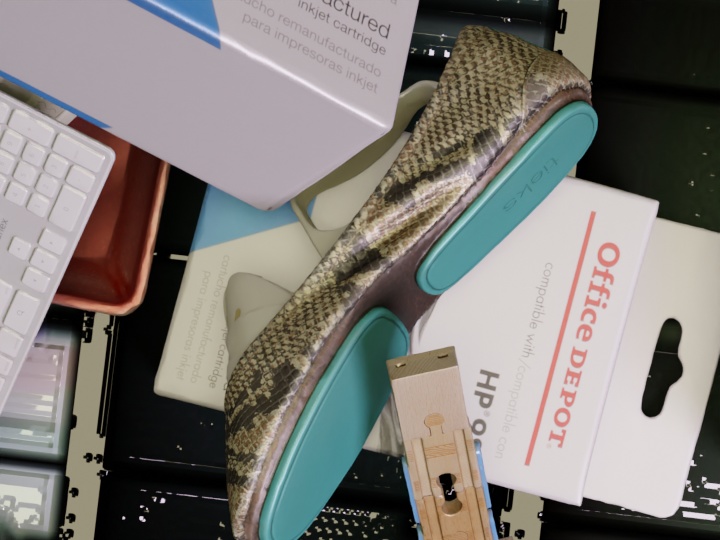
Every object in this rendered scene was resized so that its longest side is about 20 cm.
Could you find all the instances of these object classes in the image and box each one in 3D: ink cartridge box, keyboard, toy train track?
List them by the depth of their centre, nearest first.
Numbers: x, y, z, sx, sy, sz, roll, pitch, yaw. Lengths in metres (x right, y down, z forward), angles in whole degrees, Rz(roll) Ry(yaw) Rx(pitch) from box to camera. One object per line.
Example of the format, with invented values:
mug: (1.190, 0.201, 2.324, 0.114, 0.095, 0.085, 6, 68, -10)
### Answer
ink cartridge box: (-0.050, -0.146, 0.905, 0.144, 0.084, 0.200, 26, 58, -24)
toy train track: (0.035, 0.097, 0.935, 0.114, 0.033, 0.200, -12, 131, 0)
keyboard: (-0.147, 0.024, 0.951, 0.056, 0.011, 0.200, 30, 120, 5)
ink cartridge box: (0.036, 0.014, 0.969, 0.199, 0.067, 0.116, 15, 88, 1)

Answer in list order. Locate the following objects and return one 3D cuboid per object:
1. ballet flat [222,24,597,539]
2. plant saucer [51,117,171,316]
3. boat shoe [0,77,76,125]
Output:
ballet flat: (0.000, 0.000, 0.911, 0.075, 0.068, 0.200, 33, 83, 24)
plant saucer: (-0.158, -0.098, 0.991, 0.199, 0.037, 0.201, 11, 89, 1)
boat shoe: (-0.175, -0.047, 0.950, 0.200, 0.072, 0.068, -38, 51, 6)
